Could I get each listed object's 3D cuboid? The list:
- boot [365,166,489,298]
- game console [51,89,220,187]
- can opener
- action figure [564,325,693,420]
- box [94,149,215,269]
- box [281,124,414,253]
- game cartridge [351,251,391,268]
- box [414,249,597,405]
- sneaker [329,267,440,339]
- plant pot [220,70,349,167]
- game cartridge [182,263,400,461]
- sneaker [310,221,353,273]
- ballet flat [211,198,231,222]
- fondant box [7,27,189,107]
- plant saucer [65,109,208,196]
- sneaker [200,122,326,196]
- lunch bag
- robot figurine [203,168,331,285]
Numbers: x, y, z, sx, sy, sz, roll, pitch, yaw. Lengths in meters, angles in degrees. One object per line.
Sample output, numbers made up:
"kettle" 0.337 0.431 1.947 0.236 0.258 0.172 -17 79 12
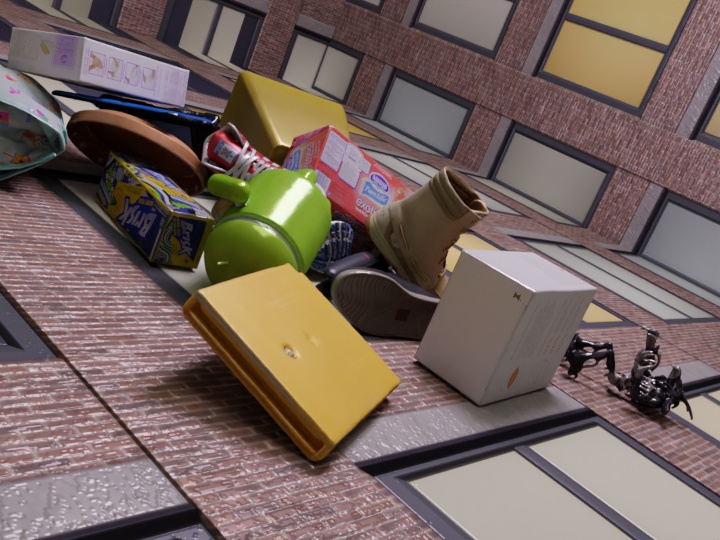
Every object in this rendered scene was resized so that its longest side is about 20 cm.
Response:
"boot" 0.123 -0.034 1.128 0.200 0.155 0.073 51 27 -13
"game console" -0.308 -0.183 1.129 0.198 0.172 0.119 13 39 16
"can opener" 0.000 0.000 1.116 0.078 0.064 0.200 30 17 24
"action figure" 0.394 0.137 1.145 0.199 0.103 0.119 23 22 8
"box" -0.260 -0.078 0.993 0.064 0.071 0.200 10 20 -42
"box" -0.019 -0.114 1.191 0.199 0.103 0.094 34 -25 -35
"game cartridge" 0.016 -0.053 1.371 0.132 0.041 0.200 21 15 8
"box" 0.185 0.065 0.993 0.106 0.153 0.199 33 18 32
"sneaker" 0.020 0.034 1.036 0.199 0.075 0.106 23 8 -40
"plant pot" -0.126 -0.174 1.308 0.199 0.201 0.177 14 29 -30
"game cartridge" -0.055 0.075 0.753 0.176 0.032 0.200 47 18 8
"sneaker" -0.088 -0.040 1.099 0.085 0.078 0.199 22 16 36
"ballet flat" -0.132 -0.064 1.178 0.199 0.069 0.063 3 53 -45
"fondant box" -0.359 -0.280 1.109 0.143 0.059 0.200 15 9 28
"plant saucer" -0.304 -0.163 1.099 0.199 0.033 0.200 18 -18 6
"sneaker" -0.137 -0.129 1.056 0.199 0.072 0.112 26 -11 42
"lunch bag" -0.467 -0.189 0.984 0.198 0.123 0.170 9 19 -26
"robot figurine" -0.105 -0.038 0.923 0.115 0.176 0.201 -7 35 28
